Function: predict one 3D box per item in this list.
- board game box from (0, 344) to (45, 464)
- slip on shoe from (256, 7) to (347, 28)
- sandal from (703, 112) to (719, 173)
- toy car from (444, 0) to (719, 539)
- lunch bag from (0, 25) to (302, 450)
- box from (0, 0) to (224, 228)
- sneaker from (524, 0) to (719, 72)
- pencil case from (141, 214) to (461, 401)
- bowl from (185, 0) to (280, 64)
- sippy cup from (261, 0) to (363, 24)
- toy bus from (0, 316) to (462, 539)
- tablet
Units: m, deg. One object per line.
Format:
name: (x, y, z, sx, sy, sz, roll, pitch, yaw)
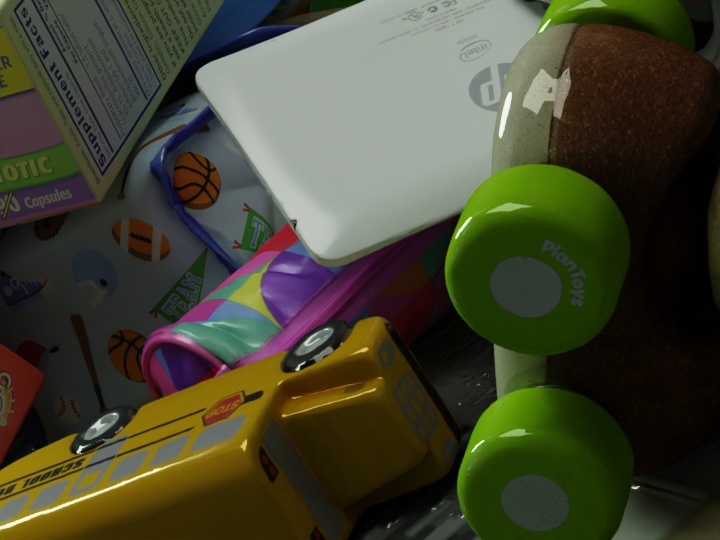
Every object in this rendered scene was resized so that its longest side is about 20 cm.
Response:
board game box: (-0.235, 0.099, 1.218, 0.200, 0.040, 0.154, 2, 62, 57)
slip on shoe: (-0.083, -0.088, 1.377, 0.199, 0.076, 0.061, -14, 60, 22)
sandal: (0.179, -0.071, 0.981, 0.199, 0.043, 0.076, -14, 26, -9)
toy car: (0.142, 0.001, 0.866, 0.199, 0.159, 0.165, 5, 34, 14)
lunch bag: (-0.077, -0.029, 1.255, 0.170, 0.124, 0.200, -25, 13, 38)
box: (-0.175, -0.103, 1.210, 0.175, 0.097, 0.200, -13, 29, 26)
sneaker: (0.092, -0.132, 1.016, 0.074, 0.080, 0.200, -15, 30, -4)
pencil case: (0.000, 0.000, 1.114, 0.200, 0.089, 0.088, -45, 22, -27)
bowl: (-0.118, -0.136, 1.373, 0.200, 0.039, 0.201, -24, 26, 13)
sippy cup: (-0.062, -0.118, 1.473, 0.131, 0.139, 0.178, -57, -14, -31)
toy bus: (-0.063, 0.086, 1.023, 0.199, 0.065, 0.078, -22, 21, 30)
tablet: (0.047, -0.079, 1.048, 0.199, 0.014, 0.130, -24, 46, -12)
